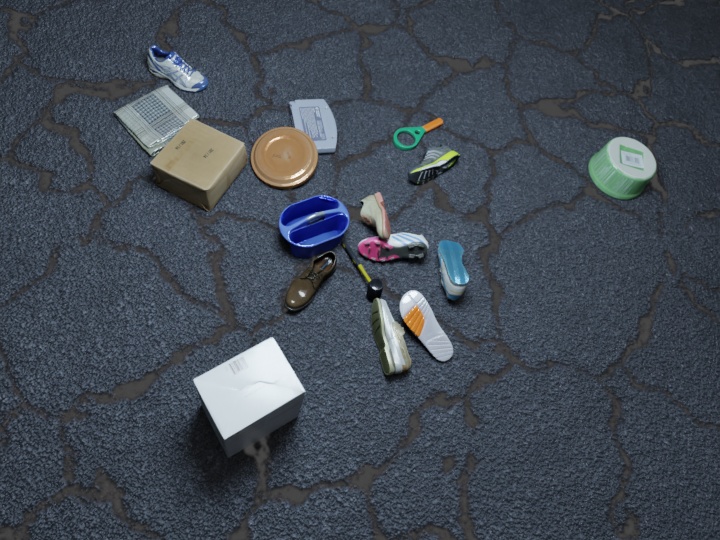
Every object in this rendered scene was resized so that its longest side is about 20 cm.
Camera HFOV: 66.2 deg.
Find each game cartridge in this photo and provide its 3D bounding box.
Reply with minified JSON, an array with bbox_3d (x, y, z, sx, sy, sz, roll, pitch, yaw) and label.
[{"bbox_3d":[-0.143,-0.447,1.722,0.132,0.041,0.202,-8,65,-11],"label":"game cartridge"}]

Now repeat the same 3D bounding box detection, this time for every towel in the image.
[{"bbox_3d":[-0.594,-0.449,1.634,0.192,0.035,0.200,-38,76,-26],"label":"towel"}]

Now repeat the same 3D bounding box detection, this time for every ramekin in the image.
[{"bbox_3d":[0.872,-0.344,1.830,0.198,0.098,0.202,5,62,-9],"label":"ramekin"}]

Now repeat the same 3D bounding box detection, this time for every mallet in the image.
[{"bbox_3d":[0.000,0.000,1.520,0.041,0.066,0.200,-21,54,-22],"label":"mallet"}]

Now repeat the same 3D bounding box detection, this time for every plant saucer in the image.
[{"bbox_3d":[-0.224,-0.336,1.626,0.198,0.032,0.202,0,70,0],"label":"plant saucer"}]

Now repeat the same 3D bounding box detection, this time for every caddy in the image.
[{"bbox_3d":[-0.128,-0.125,1.514,0.199,0.105,0.142,-23,70,-21],"label":"caddy"}]

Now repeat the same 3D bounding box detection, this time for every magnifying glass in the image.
[{"bbox_3d":[0.189,-0.449,1.798,0.199,0.022,0.080,-32,72,-22],"label":"magnifying glass"}]

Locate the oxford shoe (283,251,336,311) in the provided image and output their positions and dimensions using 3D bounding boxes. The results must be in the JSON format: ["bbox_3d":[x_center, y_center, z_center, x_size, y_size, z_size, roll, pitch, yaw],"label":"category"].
[{"bbox_3d":[-0.133,0.020,1.452,0.072,0.085,0.200,34,63,6],"label":"oxford shoe"}]

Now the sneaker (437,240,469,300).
[{"bbox_3d":[0.251,-0.008,1.549,0.076,0.081,0.201,7,42,-5],"label":"sneaker"}]

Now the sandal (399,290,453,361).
[{"bbox_3d":[0.167,0.150,1.462,0.079,0.059,0.208,-33,93,-8],"label":"sandal"}]

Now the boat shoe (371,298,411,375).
[{"bbox_3d":[0.077,0.168,1.427,0.068,0.075,0.202,-5,71,-20],"label":"boat shoe"}]

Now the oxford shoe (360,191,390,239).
[{"bbox_3d":[0.041,-0.147,1.565,0.073,0.071,0.201,-15,35,4],"label":"oxford shoe"}]

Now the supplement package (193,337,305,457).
[{"bbox_3d":[-0.245,0.284,1.224,0.190,0.200,0.148,-26,70,-23],"label":"supplement package"}]

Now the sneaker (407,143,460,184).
[{"bbox_3d":[0.215,-0.334,1.720,0.199,0.074,0.081,-29,65,-31],"label":"sneaker"}]

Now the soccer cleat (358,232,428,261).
[{"bbox_3d":[0.092,-0.070,1.561,0.198,0.070,0.087,1,32,-1],"label":"soccer cleat"}]

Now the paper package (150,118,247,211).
[{"bbox_3d":[-0.448,-0.298,1.545,0.189,0.104,0.201,26,61,5],"label":"paper package"}]

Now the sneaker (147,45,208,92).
[{"bbox_3d":[-0.565,-0.620,1.699,0.198,0.088,0.076,20,59,-2],"label":"sneaker"}]
